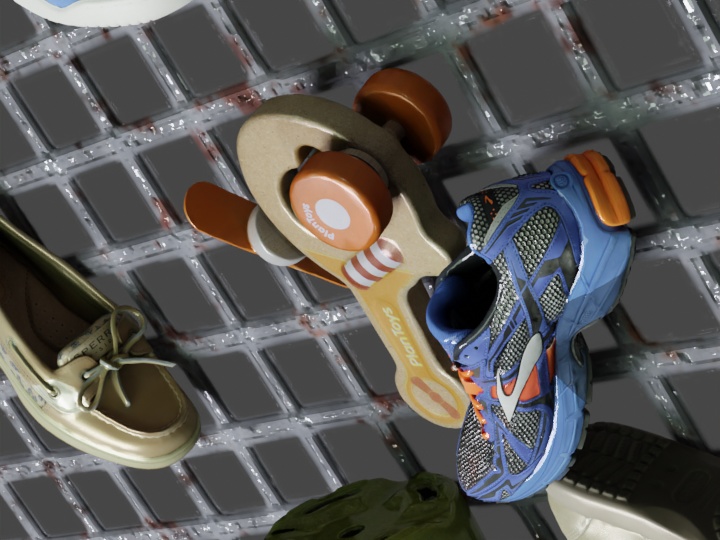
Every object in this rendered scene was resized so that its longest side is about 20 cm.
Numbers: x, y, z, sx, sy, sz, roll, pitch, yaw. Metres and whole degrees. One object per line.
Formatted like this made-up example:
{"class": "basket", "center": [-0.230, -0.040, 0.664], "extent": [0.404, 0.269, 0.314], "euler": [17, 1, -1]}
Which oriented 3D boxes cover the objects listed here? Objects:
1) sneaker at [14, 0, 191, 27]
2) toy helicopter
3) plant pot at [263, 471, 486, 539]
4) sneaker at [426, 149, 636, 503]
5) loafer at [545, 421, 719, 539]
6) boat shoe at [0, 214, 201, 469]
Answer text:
{"class": "sneaker", "center": [-0.159, -0.190, 0.985], "extent": [0.199, 0.077, 0.112], "euler": [26, 147, 31]}
{"class": "toy helicopter", "center": [0.000, 0.000, 1.022], "extent": [0.131, 0.079, 0.201], "euler": [-1, 131, 38]}
{"class": "plant pot", "center": [0.022, 0.217, 1.126], "extent": [0.199, 0.200, 0.191], "euler": [-8, 106, 44]}
{"class": "sneaker", "center": [0.064, 0.028, 0.970], "extent": [0.076, 0.078, 0.201], "euler": [-112, 24, -47]}
{"class": "loafer", "center": [0.174, 0.132, 0.992], "extent": [0.199, 0.076, 0.069], "euler": [24, 139, 37]}
{"class": "boat shoe", "center": [-0.172, 0.036, 1.201], "extent": [0.199, 0.073, 0.063], "euler": [36, 143, 11]}
